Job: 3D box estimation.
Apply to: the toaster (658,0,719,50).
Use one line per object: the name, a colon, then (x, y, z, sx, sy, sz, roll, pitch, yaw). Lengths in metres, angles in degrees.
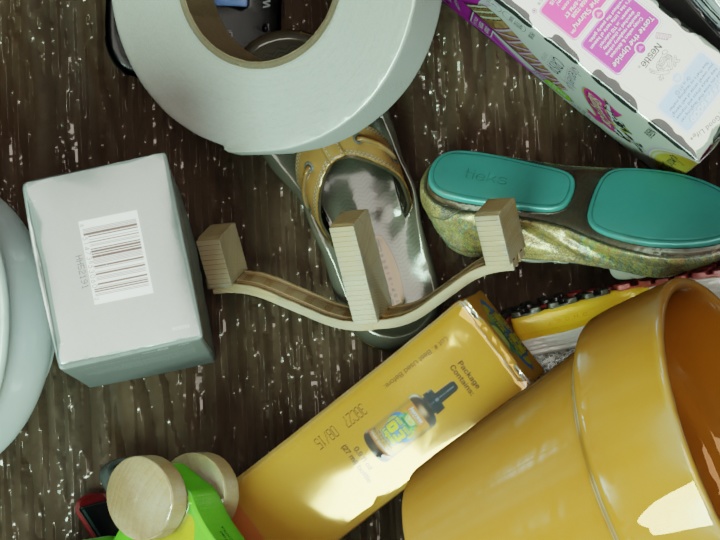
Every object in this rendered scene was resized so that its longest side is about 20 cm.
toaster: (0.234, -0.164, 1.726, 0.114, 0.129, 0.200, -41, 88, -4)

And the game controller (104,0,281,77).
game controller: (-0.097, -0.210, 1.762, 0.104, 0.042, 0.201, 2, 86, -2)

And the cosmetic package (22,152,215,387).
cosmetic package: (-0.131, 0.003, 1.666, 0.090, 0.200, 0.108, -12, 83, -5)

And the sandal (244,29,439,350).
sandal: (-0.009, -0.047, 1.739, 0.081, 0.055, 0.201, -20, 92, -2)

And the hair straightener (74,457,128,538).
hair straightener: (-0.094, 0.186, 1.681, 0.041, 0.077, 0.201, -6, 54, -39)

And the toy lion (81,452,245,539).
toy lion: (-0.100, 0.211, 1.639, 0.200, 0.069, 0.192, 36, 109, 28)

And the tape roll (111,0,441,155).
tape roll: (-0.049, -0.166, 1.676, 0.202, 0.037, 0.204, 1, 91, 27)

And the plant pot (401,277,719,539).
plant pot: (0.130, 0.130, 1.607, 0.183, 0.200, 0.201, -24, 86, 23)

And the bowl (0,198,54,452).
bowl: (-0.236, 0.032, 1.694, 0.200, 0.090, 0.203, -3, 85, 43)

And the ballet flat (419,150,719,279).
ballet flat: (0.131, -0.026, 1.724, 0.199, 0.071, 0.071, 9, 85, 19)

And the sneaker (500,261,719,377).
sneaker: (0.173, 0.043, 1.742, 0.199, 0.078, 0.083, -14, 93, 5)

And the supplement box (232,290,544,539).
supplement box: (0.008, 0.097, 1.702, 0.200, 0.069, 0.067, -38, 86, 15)

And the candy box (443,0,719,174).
candy box: (0.126, -0.138, 1.717, 0.200, 0.136, 0.061, 38, 87, 2)

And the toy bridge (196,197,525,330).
toy bridge: (0.000, 0.000, 1.711, 0.199, 0.027, 0.068, -5, 113, 25)
